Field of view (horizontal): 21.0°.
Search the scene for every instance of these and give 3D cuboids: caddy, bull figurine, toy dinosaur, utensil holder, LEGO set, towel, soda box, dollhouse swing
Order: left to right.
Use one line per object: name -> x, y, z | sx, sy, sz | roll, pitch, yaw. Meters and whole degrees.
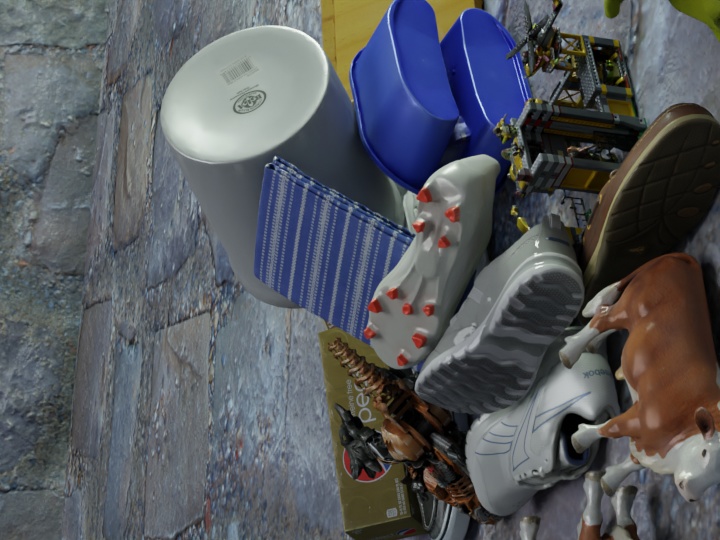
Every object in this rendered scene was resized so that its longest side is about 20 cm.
utensil holder -> -0.069, -0.091, 1.717 | 0.200, 0.169, 0.171 | 63, -167, -49
towel -> 0.000, 0.000, 1.611 | 0.024, 0.199, 0.145 | -46, -23, -39
soda box -> 0.011, 0.150, 1.815 | 0.064, 0.067, 0.201 | 49, -150, -61
toy dinosaur -> 0.047, 0.129, 1.620 | 0.136, 0.102, 0.201 | 13, 126, 66
dollhouse swing -> 0.059, -0.239, 1.904 | 0.182, 0.175, 0.201 | 44, -142, -59
caddy -> 0.067, -0.145, 1.688 | 0.105, 0.141, 0.201 | 119, 152, -42
LEGO set -> 0.140, -0.097, 1.490 | 0.154, 0.115, 0.201 | 125, 146, -55
bull figurine -> 0.168, 0.218, 1.377 | 0.200, 0.065, 0.122 | 138, 139, -57
bull figurine -> 0.202, 0.082, 1.312 | 0.121, 0.065, 0.201 | -26, 45, 30

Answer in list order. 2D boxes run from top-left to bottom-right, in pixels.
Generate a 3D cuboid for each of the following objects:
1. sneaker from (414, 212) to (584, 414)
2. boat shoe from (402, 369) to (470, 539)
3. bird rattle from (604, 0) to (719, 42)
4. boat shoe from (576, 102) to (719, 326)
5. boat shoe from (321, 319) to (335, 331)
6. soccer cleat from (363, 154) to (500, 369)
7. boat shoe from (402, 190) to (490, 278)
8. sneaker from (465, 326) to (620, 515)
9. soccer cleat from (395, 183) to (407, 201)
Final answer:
sneaker -> 0.109, 0.038, 1.460 | 0.200, 0.074, 0.082 | -48, 25, 42
boat shoe -> 0.057, 0.149, 1.731 | 0.072, 0.071, 0.201 | 131, 140, -59
bird rattle -> 0.229, -0.256, 1.371 | 0.163, 0.112, 0.200 | -56, 18, 32
boat shoe -> 0.196, -0.046, 1.382 | 0.201, 0.072, 0.068 | 110, 155, -42
boat shoe -> 0.003, 0.081, 1.942 | 0.075, 0.074, 0.203 | 73, -178, -53
soccer cleat -> 0.061, -0.003, 1.501 | 0.069, 0.077, 0.201 | 38, 133, 20
boat shoe -> 0.075, -0.038, 1.733 | 0.200, 0.073, 0.066 | -119, 35, -58
sneaker -> 0.139, 0.132, 1.502 | 0.200, 0.074, 0.087 | 114, 150, -43
soccer cleat -> 0.027, -0.040, 1.851 | 0.068, 0.085, 0.201 | -28, 59, 33
